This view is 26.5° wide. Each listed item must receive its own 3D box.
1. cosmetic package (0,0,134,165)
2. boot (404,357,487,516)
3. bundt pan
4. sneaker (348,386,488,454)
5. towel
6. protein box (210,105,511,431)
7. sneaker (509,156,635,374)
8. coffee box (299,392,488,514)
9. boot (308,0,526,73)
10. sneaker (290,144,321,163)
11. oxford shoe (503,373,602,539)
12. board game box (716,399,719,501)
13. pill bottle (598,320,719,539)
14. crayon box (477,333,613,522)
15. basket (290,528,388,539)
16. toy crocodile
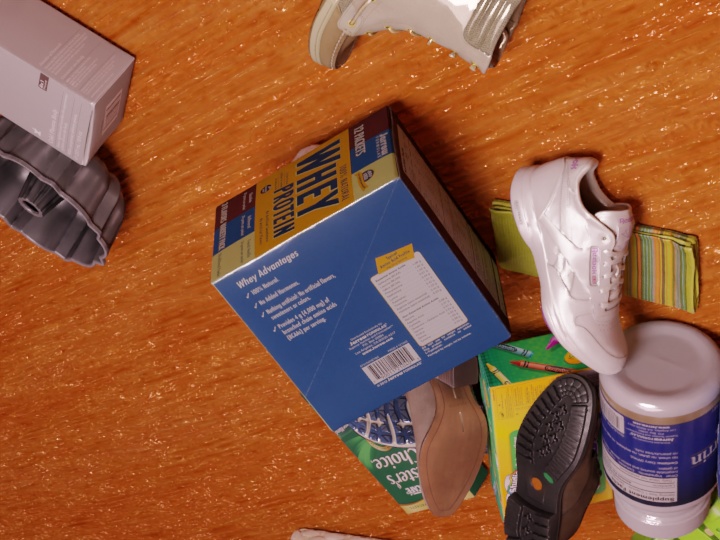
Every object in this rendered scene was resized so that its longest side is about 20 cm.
[{"bbox_3d":[-0.338,-0.211,1.563,0.199,0.090,0.107,28,143,5],"label":"cosmetic package"},{"bbox_3d":[0.069,0.126,1.543,0.146,0.070,0.202,-143,58,-62],"label":"boot"},{"bbox_3d":[-0.338,-0.096,1.663,0.201,0.076,0.202,27,156,13],"label":"bundt pan"},{"bbox_3d":[0.084,0.170,1.618,0.198,0.078,0.085,3,147,11],"label":"sneaker"},{"bbox_3d":[0.214,-0.013,1.407,0.199,0.018,0.086,13,135,27],"label":"towel"},{"bbox_3d":[0.000,0.000,1.406,0.198,0.135,0.200,-29,119,15],"label":"protein box"},{"bbox_3d":[0.201,-0.004,1.344,0.099,0.075,0.201,-17,98,35],"label":"sneaker"},{"bbox_3d":[0.038,0.182,1.712,0.123,0.044,0.200,-22,114,47],"label":"coffee box"},{"bbox_3d":[0.048,-0.211,1.292,0.154,0.072,0.200,33,141,1],"label":"boot"},{"bbox_3d":[-0.017,-0.040,1.518,0.080,0.070,0.201,13,129,33],"label":"sneaker"},{"bbox_3d":[0.195,0.180,1.469,0.073,0.084,0.201,36,127,36],"label":"oxford shoe"},{"bbox_3d":[0.412,0.124,1.326,0.197,0.044,0.201,-1,131,10],"label":"board game box"},{"bbox_3d":[0.284,0.155,1.445,0.115,0.116,0.201,14,137,25],"label":"pill bottle"},{"bbox_3d":[0.184,0.155,1.518,0.118,0.058,0.201,-11,131,-2],"label":"crayon box"},{"bbox_3d":[-0.022,0.448,1.904,0.199,0.198,0.162,2,129,35],"label":"basket"},{"bbox_3d":[0.351,0.261,1.554,0.067,0.062,0.200,41,136,-6],"label":"toy crocodile"}]
